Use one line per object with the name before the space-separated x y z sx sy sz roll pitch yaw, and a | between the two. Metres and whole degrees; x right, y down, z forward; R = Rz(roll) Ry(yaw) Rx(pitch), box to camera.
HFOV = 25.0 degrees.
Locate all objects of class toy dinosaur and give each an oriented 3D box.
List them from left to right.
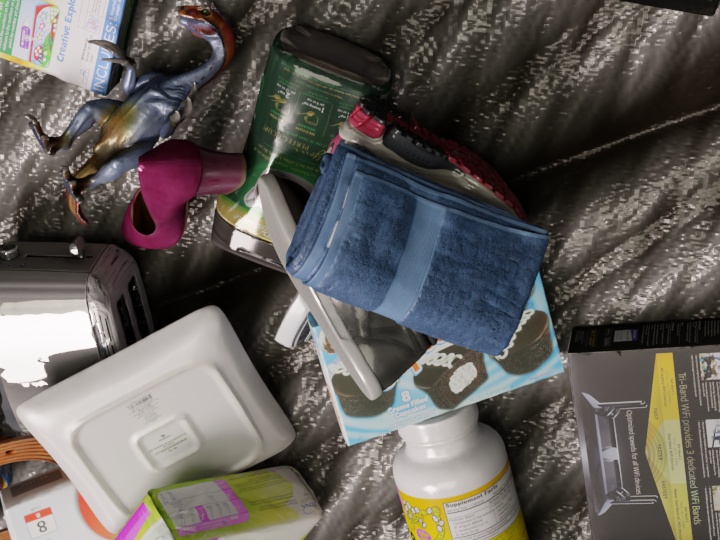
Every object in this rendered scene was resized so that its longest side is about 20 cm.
toy dinosaur | -0.186 -0.144 1.366 0.181 0.200 0.105 -32 85 -14

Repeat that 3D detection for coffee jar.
coffee jar | -0.053 -0.094 1.353 0.104 0.085 0.201 21 118 -5

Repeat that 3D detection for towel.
towel | 0.046 -0.012 1.249 0.199 0.048 0.112 22 87 -25

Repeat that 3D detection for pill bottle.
pill bottle | 0.089 0.206 1.449 0.104 0.104 0.201 -9 112 17

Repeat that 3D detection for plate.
plate | -0.174 0.144 1.445 0.199 0.032 0.201 -27 132 0

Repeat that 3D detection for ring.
ring | -0.342 0.211 1.536 0.200 0.200 0.019 -46 56 27

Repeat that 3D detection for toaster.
toaster | -0.260 0.065 1.465 0.128 0.114 0.201 -4 115 13

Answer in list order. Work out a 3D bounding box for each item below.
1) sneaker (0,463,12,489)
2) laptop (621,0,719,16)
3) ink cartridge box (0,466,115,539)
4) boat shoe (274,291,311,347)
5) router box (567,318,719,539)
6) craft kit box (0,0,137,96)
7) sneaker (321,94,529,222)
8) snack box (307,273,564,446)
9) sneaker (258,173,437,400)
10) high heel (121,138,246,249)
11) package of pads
sneaker | -0.374 0.169 1.570 0.090 0.075 0.201 19 124 -5
laptop | 0.195 -0.315 1.232 0.199 0.116 0.188 6 120 -21
ink cartridge box | -0.238 0.272 1.548 0.161 0.050 0.201 -20 111 -14
boat shoe | 0.000 0.000 1.398 0.068 0.072 0.200 36 111 -3
router box | 0.269 0.143 1.404 0.156 0.052 0.201 -4 113 15
craft kit box | -0.276 -0.271 1.351 0.196 0.049 0.201 19 118 2
sneaker | 0.057 -0.068 1.316 0.199 0.081 0.075 28 111 -28
snack box | 0.065 0.062 1.382 0.199 0.037 0.117 -19 111 -5
sneaker | -0.002 -0.006 1.313 0.099 0.071 0.201 -31 91 -10
high heel | -0.182 -0.065 1.362 0.200 0.096 0.068 -32 63 52
package of pads | -0.145 0.254 1.483 0.155 0.199 0.068 -52 61 28
